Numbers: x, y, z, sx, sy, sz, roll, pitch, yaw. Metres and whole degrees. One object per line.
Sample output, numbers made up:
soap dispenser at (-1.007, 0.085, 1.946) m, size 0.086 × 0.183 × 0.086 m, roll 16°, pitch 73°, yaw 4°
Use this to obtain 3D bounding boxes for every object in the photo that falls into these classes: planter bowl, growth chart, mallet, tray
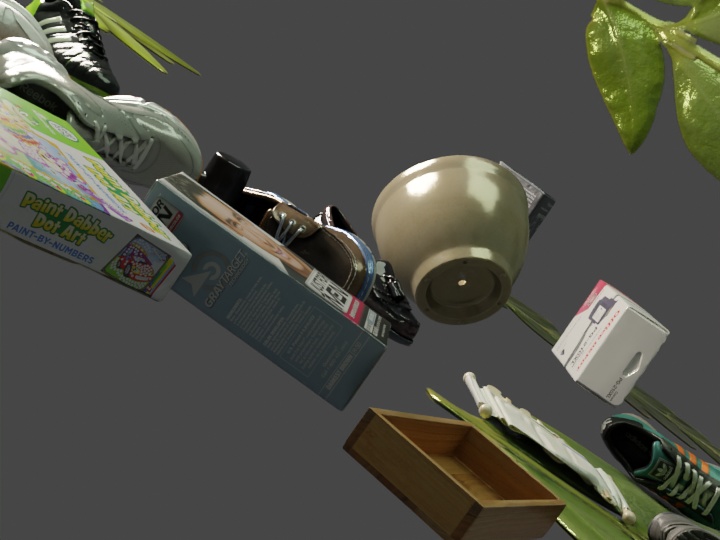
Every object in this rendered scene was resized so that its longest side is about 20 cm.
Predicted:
planter bowl at (0.117, -0.021, 1.735) m, size 0.199 × 0.200 × 0.136 m, roll 31°, pitch 36°, yaw -32°
growth chart at (0.185, 0.171, 1.410) m, size 0.199 × 0.018 × 0.145 m, roll 36°, pitch 7°, yaw -1°
mallet at (-0.192, -0.088, 1.254) m, size 0.198 × 0.066 × 0.041 m, roll 13°, pitch 17°, yaw -33°
tray at (0.069, 0.143, 0.973) m, size 0.098 × 0.037 × 0.200 m, roll 39°, pitch 7°, yaw 23°

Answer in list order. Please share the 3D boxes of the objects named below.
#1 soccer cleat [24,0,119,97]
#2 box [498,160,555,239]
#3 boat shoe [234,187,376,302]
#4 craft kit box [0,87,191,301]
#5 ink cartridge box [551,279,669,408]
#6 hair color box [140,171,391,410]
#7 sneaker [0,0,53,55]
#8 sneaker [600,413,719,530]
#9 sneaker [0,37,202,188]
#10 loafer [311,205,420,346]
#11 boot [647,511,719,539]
soccer cleat at (-0.306, -0.247, 1.512) m, size 0.067 × 0.081 × 0.200 m, roll 27°, pitch 11°, yaw -48°
box at (0.283, -0.097, 2.852) m, size 0.117 × 0.201 × 0.197 m, roll 36°, pitch 8°, yaw 13°
boat shoe at (-0.065, -0.022, 1.297) m, size 0.072 × 0.073 × 0.199 m, roll 22°, pitch 5°, yaw -43°
craft kit box at (-0.231, -0.074, 0.925) m, size 0.200 × 0.049 × 0.197 m, roll 43°, pitch 7°, yaw 40°
ink cartridge box at (0.388, 0.113, 2.225) m, size 0.084 × 0.146 × 0.200 m, roll 33°, pitch 7°, yaw -9°
hair color box at (-0.074, 0.012, 1.035) m, size 0.199 × 0.061 × 0.099 m, roll 35°, pitch 7°, yaw -2°
sneaker at (-0.349, -0.207, 1.182) m, size 0.199 × 0.075 × 0.100 m, roll 33°, pitch 26°, yaw -20°
sneaker at (0.358, 0.236, 1.632) m, size 0.199 × 0.072 × 0.080 m, roll 34°, pitch 10°, yaw 21°
sneaker at (-0.217, -0.109, 1.144) m, size 0.198 × 0.076 × 0.092 m, roll 25°, pitch 18°, yaw -23°
loafer at (0.000, 0.000, 1.446) m, size 0.072 × 0.063 × 0.200 m, roll 28°, pitch 11°, yaw -47°
boot at (0.355, 0.288, 1.284) m, size 0.200 × 0.070 × 0.132 m, roll 41°, pitch 2°, yaw 6°
